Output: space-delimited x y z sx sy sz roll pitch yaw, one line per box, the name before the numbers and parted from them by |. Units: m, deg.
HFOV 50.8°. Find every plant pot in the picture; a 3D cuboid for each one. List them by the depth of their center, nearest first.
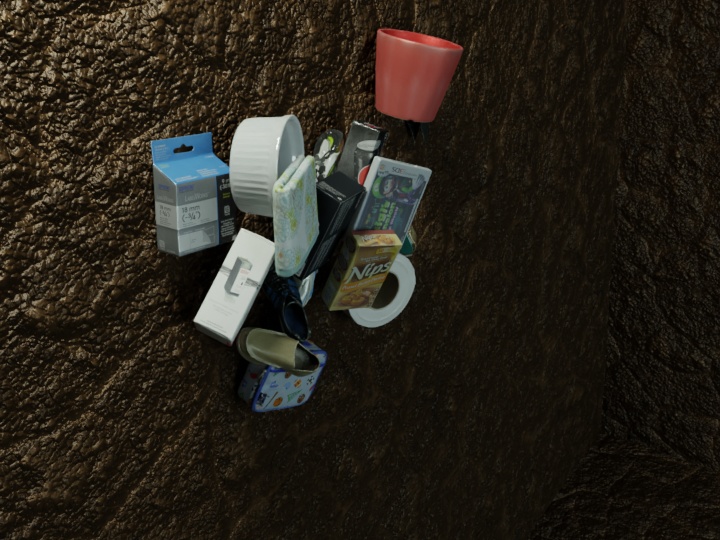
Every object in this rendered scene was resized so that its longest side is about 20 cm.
plant pot | 0.121 -0.448 1.753 0.200 0.200 0.178 -18 127 -50

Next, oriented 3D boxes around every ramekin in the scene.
ramekin | -0.177 -0.197 1.446 0.200 0.097 0.201 4 90 -81

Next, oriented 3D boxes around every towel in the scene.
towel | -0.121 -0.106 1.401 0.200 0.048 0.172 -69 159 -61

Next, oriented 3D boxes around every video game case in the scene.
video game case | 0.063 -0.145 1.686 0.182 0.023 0.200 4 114 -47

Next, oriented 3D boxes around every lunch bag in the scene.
lunch bag | -0.169 0.224 1.656 0.200 0.076 0.161 2 120 -54

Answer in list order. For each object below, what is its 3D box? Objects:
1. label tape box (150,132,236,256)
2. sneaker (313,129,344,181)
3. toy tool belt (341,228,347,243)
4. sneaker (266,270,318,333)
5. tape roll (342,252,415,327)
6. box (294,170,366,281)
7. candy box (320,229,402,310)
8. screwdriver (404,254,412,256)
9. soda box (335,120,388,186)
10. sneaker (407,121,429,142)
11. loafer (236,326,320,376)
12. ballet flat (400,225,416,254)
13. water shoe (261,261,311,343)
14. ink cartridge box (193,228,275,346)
label tape box | -0.301 -0.141 1.383 0.144 0.063 0.201 -23 121 -49
sneaker | -0.080 -0.206 1.659 0.200 0.074 0.081 -62 147 -14
toy tool belt | 0.027 -0.152 1.767 0.123 0.125 0.201 4 93 -34
sneaker | -0.145 0.071 1.668 0.072 0.072 0.200 31 78 -47
tape roll | 0.036 0.035 1.851 0.202 0.071 0.203 -17 122 -29
box | -0.083 -0.095 1.592 0.200 0.079 0.141 -61 168 26
candy box | 0.000 0.000 1.683 0.115 0.055 0.200 -3 136 -33
screwdriver | 0.054 -0.028 1.897 0.200 0.028 0.029 -15 137 -30
soda box | -0.008 -0.220 1.645 0.063 0.071 0.201 -28 140 -66
sneaker | 0.141 -0.428 1.887 0.104 0.060 0.200 -59 145 -29
loafer | -0.160 0.161 1.533 0.200 0.067 0.076 24 64 -39
ballet flat | 0.093 -0.135 1.929 0.065 0.070 0.200 -68 144 -53
water shoe | -0.151 0.056 1.581 0.071 0.079 0.200 -25 91 -20
ink cartridge box | -0.239 0.034 1.458 0.200 0.085 0.146 -63 -175 -14
